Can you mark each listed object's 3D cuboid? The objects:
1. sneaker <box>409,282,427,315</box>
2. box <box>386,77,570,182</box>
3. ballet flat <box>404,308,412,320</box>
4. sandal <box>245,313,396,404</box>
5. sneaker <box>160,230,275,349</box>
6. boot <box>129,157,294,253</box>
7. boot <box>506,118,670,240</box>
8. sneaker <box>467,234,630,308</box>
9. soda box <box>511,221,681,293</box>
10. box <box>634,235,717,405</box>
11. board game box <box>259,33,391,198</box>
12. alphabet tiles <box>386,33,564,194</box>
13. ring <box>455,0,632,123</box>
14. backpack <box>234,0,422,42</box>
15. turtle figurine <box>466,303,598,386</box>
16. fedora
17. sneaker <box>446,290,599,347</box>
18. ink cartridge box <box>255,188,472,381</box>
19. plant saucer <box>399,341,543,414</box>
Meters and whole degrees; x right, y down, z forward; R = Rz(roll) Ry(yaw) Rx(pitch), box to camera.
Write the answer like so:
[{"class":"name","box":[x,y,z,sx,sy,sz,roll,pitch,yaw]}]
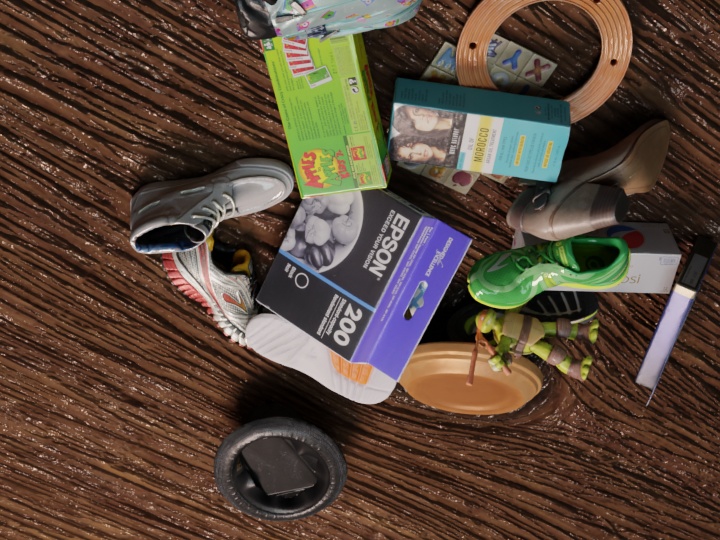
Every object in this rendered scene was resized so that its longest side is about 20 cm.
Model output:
[{"class":"sneaker","box":[0.034,0.033,1.569,0.072,0.072,0.201,11,128,-31]},{"class":"box","box":[0.131,-0.158,1.408,0.198,0.049,0.083,7,133,0]},{"class":"ballet flat","box":[0.000,0.011,1.517,0.199,0.068,0.073,35,107,13]},{"class":"sandal","box":[-0.045,0.094,1.566,0.205,0.059,0.079,26,116,-14]},{"class":"sneaker","box":[-0.154,0.024,1.541,0.082,0.078,0.200,-33,125,18]},{"class":"boot","box":[-0.172,-0.066,1.453,0.198,0.096,0.074,-13,130,5]},{"class":"boot","box":[0.261,-0.111,1.461,0.145,0.200,0.071,3,130,39]},{"class":"sneaker","box":[0.219,-0.011,1.459,0.198,0.075,0.084,-11,154,-7]},{"class":"soda box","box":[0.291,-0.018,1.557,0.198,0.068,0.064,2,128,-7]},{"class":"box","box":[0.400,0.067,1.606,0.032,0.121,0.201,23,129,15]},{"class":"board game box","box":[-0.036,-0.184,1.365,0.101,0.048,0.202,-6,118,14]},{"class":"alphabet tiles","box":[0.133,-0.180,1.449,0.165,0.006,0.201,21,124,-21]},{"class":"ring","box":[0.203,-0.244,1.389,0.198,0.019,0.202,-2,129,-3]},{"class":"backpack","box":[-0.030,-0.309,1.246,0.198,0.168,0.127,-11,149,-1]},{"class":"turtle figurine","box":[0.205,0.086,1.537,0.160,0.201,0.065,18,139,4]},{"class":"fedora","box":[-0.110,0.252,1.722,0.198,0.092,0.202,-3,130,-3]},{"class":"sneaker","box":[0.213,0.068,1.630,0.198,0.074,0.081,-14,149,5]},{"class":"ink cartridge box","box":[0.000,0.000,1.457,0.199,0.043,0.199,31,106,16]},{"class":"plant saucer","box":[0.139,0.147,1.639,0.198,0.038,0.201,8,156,3]}]
